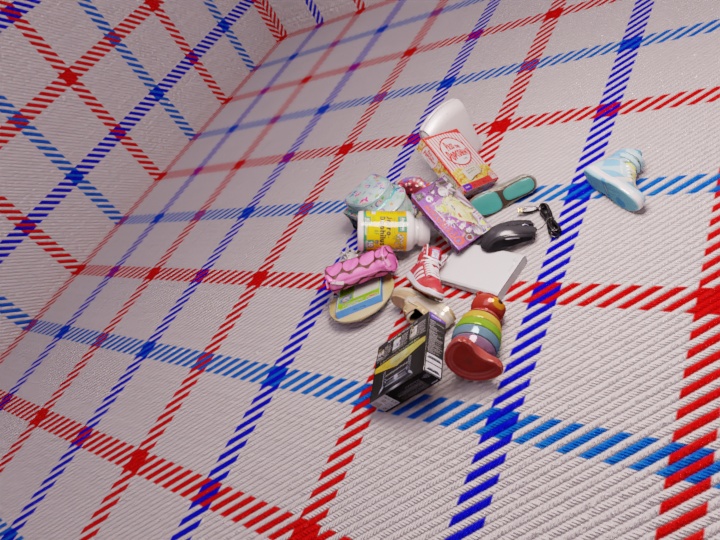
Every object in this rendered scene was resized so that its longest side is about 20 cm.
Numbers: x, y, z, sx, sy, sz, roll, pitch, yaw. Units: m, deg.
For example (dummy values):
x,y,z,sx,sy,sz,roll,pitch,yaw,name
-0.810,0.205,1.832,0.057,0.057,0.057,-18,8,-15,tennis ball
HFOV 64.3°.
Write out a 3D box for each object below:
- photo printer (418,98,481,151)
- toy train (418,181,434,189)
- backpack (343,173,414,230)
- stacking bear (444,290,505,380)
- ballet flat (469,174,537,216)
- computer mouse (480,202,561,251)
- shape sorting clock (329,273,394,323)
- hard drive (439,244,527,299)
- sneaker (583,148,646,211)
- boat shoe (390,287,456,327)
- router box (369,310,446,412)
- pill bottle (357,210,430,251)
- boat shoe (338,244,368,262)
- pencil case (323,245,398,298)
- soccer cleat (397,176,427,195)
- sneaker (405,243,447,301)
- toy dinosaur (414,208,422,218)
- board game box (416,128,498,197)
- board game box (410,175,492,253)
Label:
x,y,z,sx,sy,sz,roll,pitch,yaw,name
0.273,-0.410,1.755,0.166,0.200,0.069,-43,37,-12,photo printer
0.252,-0.238,1.626,0.055,0.150,0.200,-10,37,51,toy train
0.059,-0.192,1.743,0.177,0.151,0.200,-43,42,-12,backpack
0.263,0.130,1.254,0.114,0.121,0.200,-50,7,50,stacking bear
0.386,-0.204,1.570,0.199,0.068,0.064,-24,11,15,ballet flat
0.396,-0.121,1.451,0.199,0.046,0.141,-13,39,15,computer mouse
0.004,0.073,1.576,0.199,0.039,0.200,-25,26,13,shape sorting clock
0.299,-0.002,1.436,0.199,0.026,0.132,17,61,48,hard drive
0.641,-0.228,1.366,0.130,0.080,0.200,-34,37,5,sneaker
0.139,0.099,1.412,0.069,0.074,0.199,-45,38,-22,boat shoe
0.104,0.205,1.275,0.200,0.052,0.158,-42,26,42,router box
0.091,-0.110,1.601,0.199,0.113,0.113,1,42,0,pill bottle
-0.022,-0.038,1.666,0.202,0.086,0.075,-40,19,-7,boat shoe
0.000,0.000,1.567,0.199,0.091,0.094,-22,1,17,pencil case
0.174,-0.262,1.757,0.076,0.067,0.200,-35,17,-11,soccer cleat
0.180,0.000,1.434,0.113,0.071,0.200,-60,19,7,sneaker
0.212,-0.207,1.715,0.088,0.048,0.201,-13,39,38,toy dinosaur
0.274,-0.302,1.620,0.151,0.200,0.046,-25,-19,-36,board game box
0.240,-0.151,1.518,0.120,0.032,0.200,-34,70,-13,board game box
